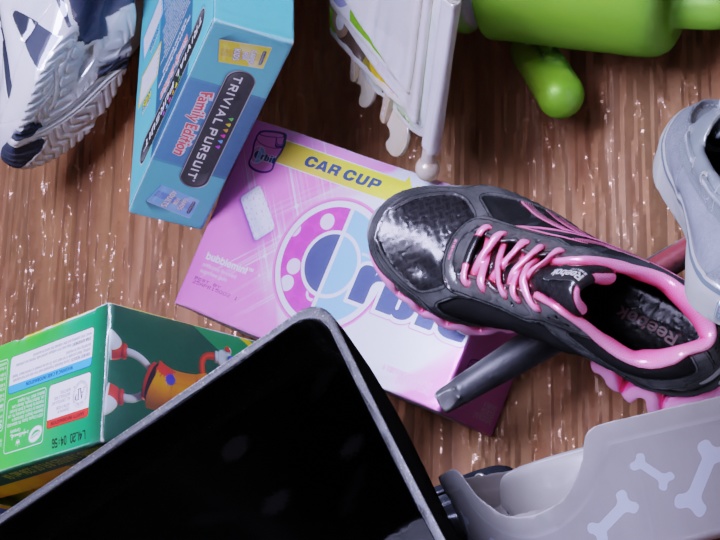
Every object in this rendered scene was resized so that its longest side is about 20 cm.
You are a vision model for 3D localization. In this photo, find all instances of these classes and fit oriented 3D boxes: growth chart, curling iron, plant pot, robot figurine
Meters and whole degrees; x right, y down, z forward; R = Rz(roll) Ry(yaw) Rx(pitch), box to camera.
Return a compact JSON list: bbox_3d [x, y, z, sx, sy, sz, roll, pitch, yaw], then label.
[{"bbox_3d":[0.006,-0.156,1.094,0.018,0.145,0.201,-11,51,-21],"label":"growth chart"},{"bbox_3d":[0.128,0.022,1.036,0.199,0.026,0.050,-24,54,-1],"label":"curling iron"},{"bbox_3d":[-0.023,0.172,0.933,0.199,0.177,0.200,-34,59,10],"label":"plant pot"},{"bbox_3d":[0.108,-0.177,1.085,0.198,0.176,0.116,9,37,18],"label":"robot figurine"}]

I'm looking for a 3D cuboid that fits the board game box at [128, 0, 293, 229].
[{"bbox_3d":[-0.083,-0.149,1.162,0.151,0.047,0.201,121,156,-44],"label":"board game box"}]

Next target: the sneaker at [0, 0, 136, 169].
[{"bbox_3d":[-0.203,-0.173,1.243,0.129,0.079,0.200,33,117,30],"label":"sneaker"}]

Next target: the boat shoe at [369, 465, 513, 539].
[{"bbox_3d":[0.005,0.155,1.072,0.199,0.075,0.063,-22,57,18],"label":"boat shoe"}]

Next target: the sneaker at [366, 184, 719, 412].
[{"bbox_3d":[0.092,0.005,0.987,0.199,0.095,0.080,21,85,14],"label":"sneaker"}]

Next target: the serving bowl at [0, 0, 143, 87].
[{"bbox_3d":[-0.220,-0.202,1.330,0.199,0.066,0.202,-10,68,26],"label":"serving bowl"}]

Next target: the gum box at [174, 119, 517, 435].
[{"bbox_3d":[0.000,0.000,1.129,0.199,0.066,0.114,20,85,33],"label":"gum box"}]

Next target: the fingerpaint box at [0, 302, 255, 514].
[{"bbox_3d":[-0.120,0.089,1.075,0.199,0.166,0.074,-19,63,46],"label":"fingerpaint box"}]

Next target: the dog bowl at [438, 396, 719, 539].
[{"bbox_3d":[0.138,0.100,0.944,0.199,0.200,0.059,-18,80,24],"label":"dog bowl"}]

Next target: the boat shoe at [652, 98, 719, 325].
[{"bbox_3d":[0.186,-0.045,0.981,0.070,0.201,0.072,14,119,-4],"label":"boat shoe"}]
